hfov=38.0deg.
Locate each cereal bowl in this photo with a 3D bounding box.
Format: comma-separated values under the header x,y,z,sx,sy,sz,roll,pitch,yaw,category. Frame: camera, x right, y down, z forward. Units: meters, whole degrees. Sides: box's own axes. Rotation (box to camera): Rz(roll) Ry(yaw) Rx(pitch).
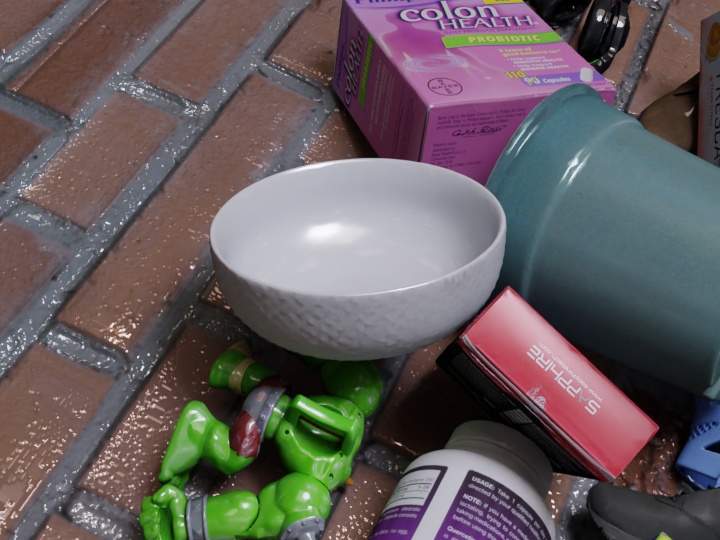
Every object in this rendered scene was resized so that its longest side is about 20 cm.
x,y,z,sx,sy,sz,roll,pitch,yaw,category
0.000,0.000,0.717,0.198,0.084,0.200,-3,30,2,cereal bowl

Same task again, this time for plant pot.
x,y,z,sx,sy,sz,roll,pitch,yaw,category
0.212,-0.012,0.786,0.196,0.201,0.200,30,49,31,plant pot

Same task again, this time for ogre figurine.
x,y,z,sx,sy,sz,roll,pitch,yaw,category
-0.058,0.110,0.717,0.119,0.099,0.200,18,37,14,ogre figurine

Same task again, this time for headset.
x,y,z,sx,sy,sz,roll,pitch,yaw,category
0.236,-0.270,1.124,0.123,0.094,0.200,43,70,14,headset

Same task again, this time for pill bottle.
x,y,z,sx,sy,sz,roll,pitch,yaw,category
0.055,0.196,0.669,0.112,0.113,0.200,29,51,8,pill bottle

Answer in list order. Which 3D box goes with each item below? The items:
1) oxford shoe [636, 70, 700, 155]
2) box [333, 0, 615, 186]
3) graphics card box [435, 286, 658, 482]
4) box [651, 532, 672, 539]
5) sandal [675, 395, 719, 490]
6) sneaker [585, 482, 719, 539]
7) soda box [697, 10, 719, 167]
x,y,z,sx,sy,sz,roll,pitch,yaw,category
0.340,-0.171,1.052,0.073,0.085,0.200,43,56,17,oxford shoe
0.093,-0.162,0.932,0.175,0.097,0.200,-8,40,-20,box
0.117,0.082,0.711,0.125,0.200,0.051,43,82,7,graphics card box
0.141,0.248,0.645,0.048,0.122,0.200,41,54,19,box
0.281,0.136,0.805,0.087,0.080,0.201,-23,40,14,sandal
0.257,0.176,0.719,0.199,0.091,0.076,16,3,20,sneaker
0.361,-0.145,0.983,0.063,0.068,0.202,2,88,-12,soda box
